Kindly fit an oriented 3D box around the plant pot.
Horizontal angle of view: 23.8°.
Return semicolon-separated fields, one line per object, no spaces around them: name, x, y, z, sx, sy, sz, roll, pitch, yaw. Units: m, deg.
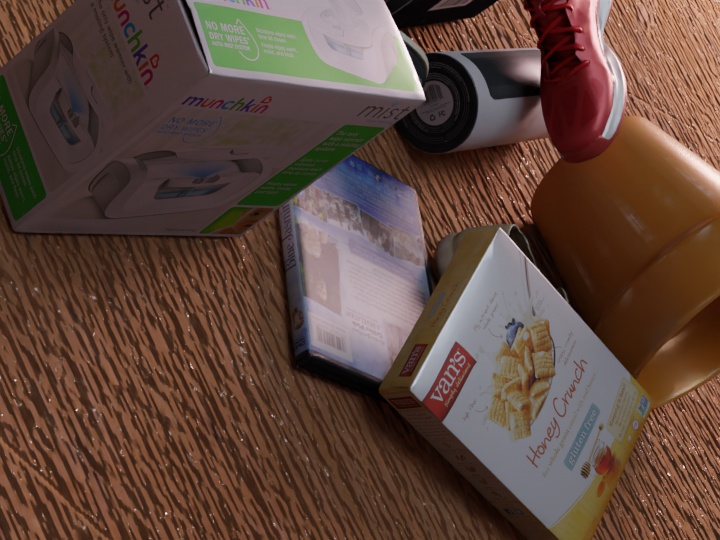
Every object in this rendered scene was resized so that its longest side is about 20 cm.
plant pot;0.241;-0.018;1.390;0.200;0.200;0.183;-1;48;-53

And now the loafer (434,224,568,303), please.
loafer;0.130;0.051;1.277;0.200;0.068;0.076;57;33;-1

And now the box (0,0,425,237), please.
box;-0.094;-0.104;1.013;0.200;0.176;0.097;0;62;-53

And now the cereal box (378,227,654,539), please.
cereal box;0.114;0.088;1.193;0.200;0.039;0.144;45;59;-28

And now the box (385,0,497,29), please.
box;0.045;-0.316;1.421;0.200;0.123;0.199;-20;81;-57

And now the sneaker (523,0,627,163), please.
sneaker;0.147;-0.189;1.341;0.115;0.078;0.201;31;47;-43

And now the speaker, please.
speaker;0.110;-0.142;1.402;0.200;0.081;0.081;-13;73;-56

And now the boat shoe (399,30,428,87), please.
boat shoe;-0.028;-0.150;1.234;0.199;0.074;0.066;22;49;-41

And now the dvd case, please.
dvd case;0.000;0.000;1.196;0.142;0.018;0.201;26;43;-40
